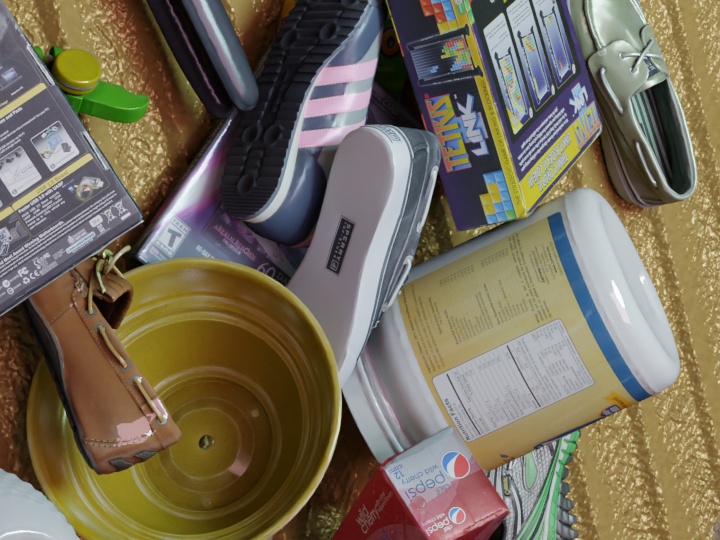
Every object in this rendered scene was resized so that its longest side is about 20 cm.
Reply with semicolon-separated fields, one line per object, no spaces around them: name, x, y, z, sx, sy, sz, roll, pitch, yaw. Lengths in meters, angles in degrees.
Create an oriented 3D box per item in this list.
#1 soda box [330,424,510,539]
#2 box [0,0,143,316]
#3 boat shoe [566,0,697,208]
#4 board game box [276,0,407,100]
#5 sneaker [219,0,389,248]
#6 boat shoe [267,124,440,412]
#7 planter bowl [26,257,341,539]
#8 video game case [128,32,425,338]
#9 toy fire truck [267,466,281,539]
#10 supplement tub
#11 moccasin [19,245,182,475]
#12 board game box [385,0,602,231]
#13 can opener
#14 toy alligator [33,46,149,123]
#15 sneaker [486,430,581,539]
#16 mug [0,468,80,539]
soda box;0.025;0.183;1.736;0.063;0.200;0.070;-24;70;-29
box;-0.253;-0.042;1.583;0.199;0.049;0.162;-35;100;-4
boat shoe;0.195;-0.141;1.912;0.072;0.062;0.201;-29;106;-28
board game box;-0.023;-0.102;1.796;0.095;0.030;0.201;17;86;-30
sneaker;-0.021;-0.109;1.735;0.082;0.070;0.201;35;77;-43
boat shoe;0.000;0.000;1.708;0.068;0.072;0.201;-3;116;-47
planter bowl;-0.105;0.099;1.694;0.199;0.084;0.202;-3;70;8
video game case;-0.045;-0.047;1.761;0.143;0.019;0.201;40;74;-24
toy fire truck;-0.039;0.240;1.711;0.128;0.176;0.201;-33;108;-26
supplement tub;0.094;0.049;1.762;0.199;0.145;0.145;-26;110;13
moccasin;-0.167;0.023;1.647;0.077;0.074;0.202;-24;69;-3
board game box;0.092;-0.137;1.793;0.200;0.056;0.166;-44;120;-63
can opener;-0.119;-0.189;1.696;0.078;0.063;0.201;-29;95;-28
toy alligator;-0.229;-0.114;1.654;0.199;0.059;0.054;-2;50;-24
sneaker;0.103;0.126;1.856;0.085;0.078;0.201;-4;94;-32
mug;-0.240;0.212;1.582;0.147;0.175;0.201;7;88;-32
